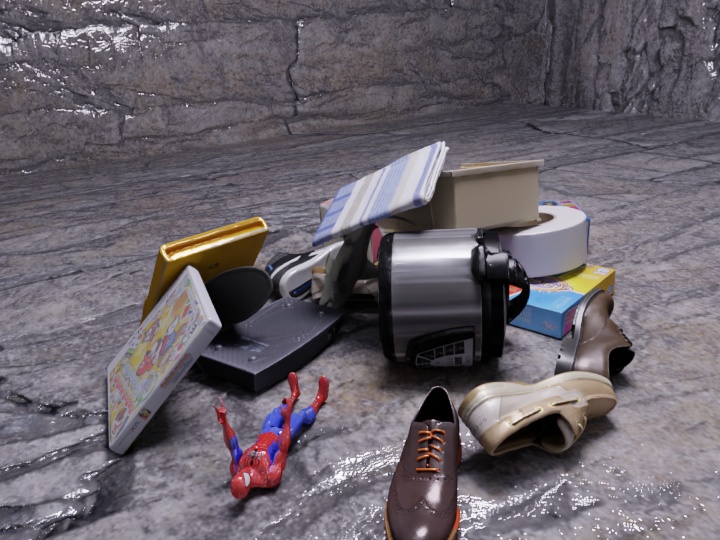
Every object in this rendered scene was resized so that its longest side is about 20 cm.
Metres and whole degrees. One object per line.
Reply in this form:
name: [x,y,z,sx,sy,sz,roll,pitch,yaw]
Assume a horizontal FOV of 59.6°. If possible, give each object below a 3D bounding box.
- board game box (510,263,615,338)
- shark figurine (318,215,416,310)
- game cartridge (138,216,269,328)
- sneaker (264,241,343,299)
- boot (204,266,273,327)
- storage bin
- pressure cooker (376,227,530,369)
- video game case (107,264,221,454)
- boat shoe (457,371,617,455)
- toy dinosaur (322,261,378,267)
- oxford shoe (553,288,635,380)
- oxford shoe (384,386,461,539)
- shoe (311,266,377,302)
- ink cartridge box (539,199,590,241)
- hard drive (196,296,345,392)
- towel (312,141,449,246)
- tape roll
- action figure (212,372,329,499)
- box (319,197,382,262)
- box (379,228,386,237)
board game box: [0.290,0.033,0.990,0.151,0.041,0.198,14,27,39]
shark figurine: [0.008,-0.022,0.970,0.088,0.217,0.129,22,30,-17]
game cartridge: [-0.241,0.012,0.955,0.174,0.201,0.033,-23,68,-41]
sneaker: [-0.090,-0.016,1.136,0.197,0.075,0.111,-23,29,-37]
boot: [-0.185,0.037,0.919,0.197,0.070,0.174,-29,4,19]
storage bin: [0.151,-0.117,0.995,0.196,0.096,0.197,-13,13,-34]
pressure cooker: [0.123,0.031,0.830,0.194,0.184,0.176,-2,18,7]
video game case: [-0.251,0.098,0.780,0.183,0.023,0.200,-52,29,0]
boat shoe: [0.196,0.157,0.657,0.195,0.075,0.070,-2,43,-24]
toy dinosaur: [0.035,0.003,1.119,0.197,0.060,0.100,-13,6,-43]
oxford shoe: [0.304,0.094,0.796,0.083,0.074,0.201,9,37,26]
oxford shoe: [0.060,0.184,0.591,0.069,0.074,0.201,0,21,11]
shoe: [0.010,0.032,1.039,0.195,0.055,0.070,5,-21,14]
ink cartridge box: [0.334,-0.083,1.238,0.194,0.078,0.137,-4,21,5]
hard drive: [-0.123,0.100,0.887,0.132,0.043,0.199,10,26,32]
towel: [0.028,-0.106,0.891,0.197,0.024,0.148,-20,30,33]
tape roll: [0.276,-0.052,1.051,0.197,0.073,0.203,-8,15,2]
action figure: [-0.093,0.153,0.676,0.063,0.101,0.201,1,24,16]
box: [0.022,-0.104,1.296,0.125,0.112,0.199,9,25,32]
box: [0.115,-0.028,1.075,0.153,0.042,0.201,26,17,-15]
